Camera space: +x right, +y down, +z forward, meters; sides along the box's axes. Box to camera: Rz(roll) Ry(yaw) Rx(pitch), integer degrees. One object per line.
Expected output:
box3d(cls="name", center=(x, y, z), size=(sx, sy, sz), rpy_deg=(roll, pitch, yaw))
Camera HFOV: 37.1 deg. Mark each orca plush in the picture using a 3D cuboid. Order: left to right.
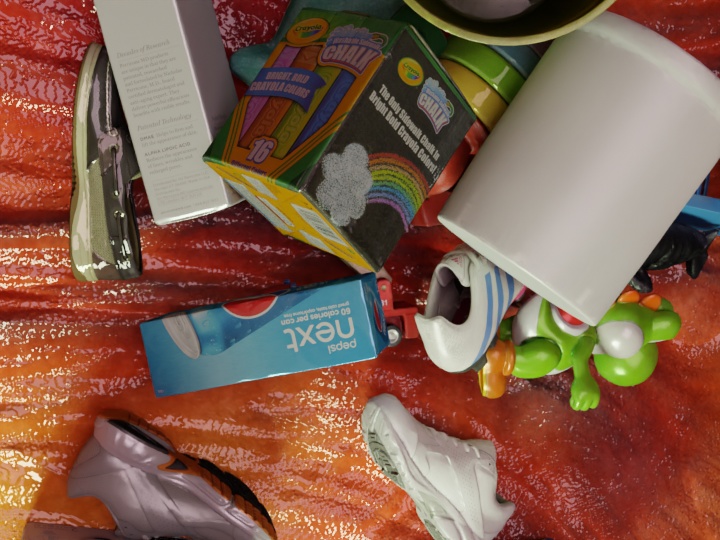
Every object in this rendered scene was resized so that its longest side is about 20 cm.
box3d(cls="orca plush", center=(0.253, -0.005, 0.996), size=(0.200, 0.105, 0.071), rpy_deg=(12, 59, -37))

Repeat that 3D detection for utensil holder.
box3d(cls="utensil holder", center=(0.182, -0.079, 0.867), size=(0.170, 0.170, 0.200), rpy_deg=(34, 92, -16))

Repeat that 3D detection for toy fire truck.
box3d(cls="toy fire truck", center=(0.000, 0.000, 0.988), size=(0.199, 0.049, 0.142), rpy_deg=(-7, 97, -15))

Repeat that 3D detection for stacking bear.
box3d(cls="stacking bear", center=(0.096, -0.153, 0.950), size=(0.114, 0.121, 0.200), rpy_deg=(38, 83, 15))

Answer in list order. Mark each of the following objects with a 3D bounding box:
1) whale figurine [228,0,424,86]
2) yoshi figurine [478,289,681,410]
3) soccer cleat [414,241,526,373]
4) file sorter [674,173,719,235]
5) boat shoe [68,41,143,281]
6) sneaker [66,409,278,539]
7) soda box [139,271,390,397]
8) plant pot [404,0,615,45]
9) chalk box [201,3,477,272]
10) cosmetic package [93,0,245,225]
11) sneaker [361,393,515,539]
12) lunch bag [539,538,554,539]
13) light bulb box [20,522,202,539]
box3d(cls="whale figurine", center=(-0.016, -0.214, 0.934), size=(0.200, 0.104, 0.159), rpy_deg=(-38, 105, -8))
box3d(cls="yoshi figurine", center=(0.205, 0.080, 1.020), size=(0.199, 0.112, 0.113), rpy_deg=(-9, 76, -4))
box3d(cls="soccer cleat", center=(0.111, -0.001, 0.971), size=(0.086, 0.070, 0.200), rpy_deg=(55, 49, -35))
box3d(cls="file sorter", center=(0.332, -0.106, 1.031), size=(0.199, 0.139, 0.123), rpy_deg=(10, 88, -17))
box3d(cls="boat shoe", center=(-0.207, -0.089, 0.904), size=(0.065, 0.073, 0.201), rpy_deg=(4, 104, -4))
box3d(cls="sneaker", center=(-0.168, 0.210, 0.953), size=(0.200, 0.076, 0.092), rpy_deg=(35, 92, -9))
box3d(cls="soda box", center=(-0.081, 0.055, 0.916), size=(0.199, 0.064, 0.068), rpy_deg=(-11, 93, 12))
box3d(cls="plant pot", center=(0.107, -0.260, 0.803), size=(0.200, 0.193, 0.201), rpy_deg=(0, 95, 4))
box3d(cls="chalk box", center=(-0.003, -0.124, 0.854), size=(0.200, 0.124, 0.125), rpy_deg=(-57, 136, -13))
box3d(cls="cosmetic package", center=(-0.151, -0.147, 0.895), size=(0.074, 0.102, 0.201), rpy_deg=(-13, 98, 12))
box3d(cls="sneaker", center=(0.077, 0.181, 1.022), size=(0.099, 0.078, 0.200), rpy_deg=(-41, 114, -16))
box3d(cls="lunch bag", center=(0.153, 0.348, 0.987), size=(0.169, 0.200, 0.128), rpy_deg=(-14, 99, -15))
box3d(cls="light bulb box", center=(-0.191, 0.306, 0.881), size=(0.198, 0.200, 0.125), rpy_deg=(10, 93, -17))
